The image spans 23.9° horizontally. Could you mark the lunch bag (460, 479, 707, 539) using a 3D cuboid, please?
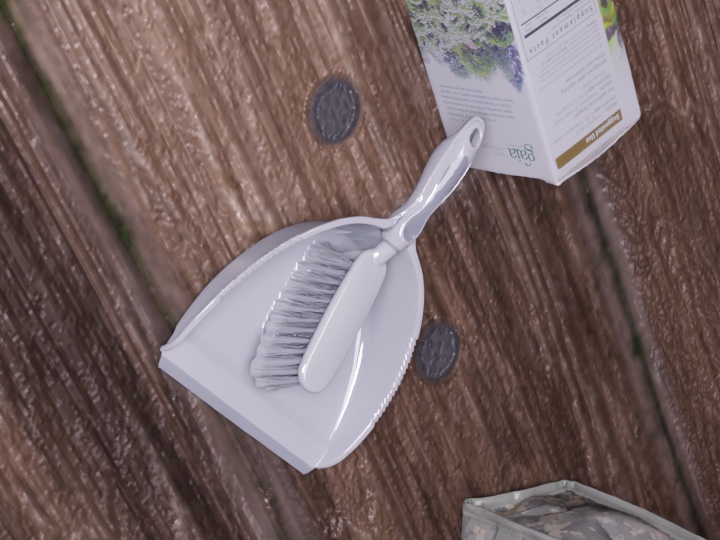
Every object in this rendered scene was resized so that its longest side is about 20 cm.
[{"bbox_3d":[0.151,0.232,0.992,0.117,0.200,0.165,-5,104,-42],"label":"lunch bag"}]

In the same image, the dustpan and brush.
[{"bbox_3d":[0.000,0.000,0.893,0.140,0.057,0.201,41,72,-40],"label":"dustpan and brush"}]

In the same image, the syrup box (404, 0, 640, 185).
[{"bbox_3d":[0.077,-0.153,0.914,0.081,0.079,0.201,-38,123,-29],"label":"syrup box"}]
